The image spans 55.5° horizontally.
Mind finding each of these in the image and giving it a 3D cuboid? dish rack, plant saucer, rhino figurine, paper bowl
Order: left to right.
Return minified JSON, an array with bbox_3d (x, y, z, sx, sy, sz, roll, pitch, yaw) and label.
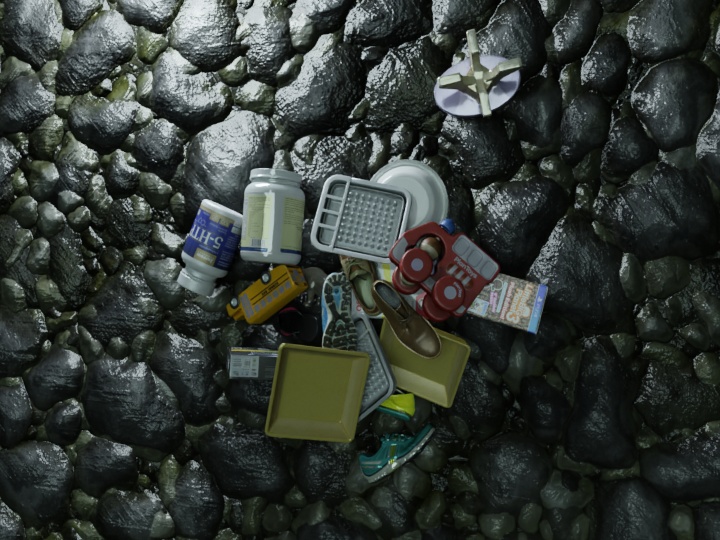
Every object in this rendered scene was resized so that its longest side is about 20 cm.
[{"bbox_3d":[-0.093,0.251,1.440,0.194,0.048,0.206,8,103,-15],"label":"plant saucer"},{"bbox_3d":[-0.099,0.041,1.589,0.196,0.059,0.090,23,104,24],"label":"rhino figurine"},{"bbox_3d":[0.001,0.215,1.505,0.171,0.043,0.204,-43,57,33],"label":"dish rack"},{"bbox_3d":[0.004,-0.104,1.461,0.194,0.044,0.177,11,72,11],"label":"dish rack"},{"bbox_3d":[0.102,-0.145,1.537,0.194,0.104,0.208,0,88,9],"label":"paper bowl"},{"bbox_3d":[0.135,0.188,1.509,0.195,0.049,0.204,21,131,11],"label":"plant saucer"}]

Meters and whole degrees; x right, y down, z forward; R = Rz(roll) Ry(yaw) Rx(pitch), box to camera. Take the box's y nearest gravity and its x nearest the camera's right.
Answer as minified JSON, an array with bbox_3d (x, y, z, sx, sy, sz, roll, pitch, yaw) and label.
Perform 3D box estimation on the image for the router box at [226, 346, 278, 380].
[{"bbox_3d":[-0.198,0.207,1.523,0.193,0.157,0.054,4,89,-13],"label":"router box"}]

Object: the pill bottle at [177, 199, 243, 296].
[{"bbox_3d":[-0.353,-0.051,1.613,0.117,0.120,0.205,23,93,10],"label":"pill bottle"}]

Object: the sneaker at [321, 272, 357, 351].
[{"bbox_3d":[-0.050,0.103,1.501,0.076,0.090,0.207,0,99,-10],"label":"sneaker"}]

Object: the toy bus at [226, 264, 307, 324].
[{"bbox_3d":[-0.218,0.060,1.585,0.198,0.065,0.080,-36,72,22],"label":"toy bus"}]

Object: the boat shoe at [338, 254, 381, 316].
[{"bbox_3d":[0.000,0.000,1.482,0.074,0.074,0.204,-27,82,9],"label":"boat shoe"}]

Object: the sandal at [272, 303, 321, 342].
[{"bbox_3d":[-0.155,0.116,1.551,0.044,0.198,0.078,10,89,-33],"label":"sandal"}]

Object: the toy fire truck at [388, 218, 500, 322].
[{"bbox_3d":[0.162,-0.009,1.365,0.199,0.112,0.169,41,73,5],"label":"toy fire truck"}]

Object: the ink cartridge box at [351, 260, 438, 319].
[{"bbox_3d":[0.078,0.035,1.545,0.193,0.083,0.150,0,88,11],"label":"ink cartridge box"}]

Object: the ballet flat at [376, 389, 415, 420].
[{"bbox_3d":[0.032,0.287,1.561,0.194,0.067,0.069,10,69,15],"label":"ballet flat"}]

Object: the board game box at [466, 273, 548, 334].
[{"bbox_3d":[0.288,0.055,1.466,0.194,0.159,0.100,16,92,11],"label":"board game box"}]

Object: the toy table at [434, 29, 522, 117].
[{"bbox_3d":[0.258,-0.418,1.509,0.195,0.117,0.189,-23,84,8],"label":"toy table"}]

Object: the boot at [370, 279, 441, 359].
[{"bbox_3d":[0.091,0.101,1.399,0.073,0.076,0.201,-42,84,-4],"label":"boot"}]

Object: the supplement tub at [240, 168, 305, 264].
[{"bbox_3d":[-0.200,-0.120,1.572,0.140,0.145,0.207,4,89,11],"label":"supplement tub"}]

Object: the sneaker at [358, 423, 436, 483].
[{"bbox_3d":[0.081,0.400,1.541,0.197,0.077,0.081,-34,74,8],"label":"sneaker"}]
